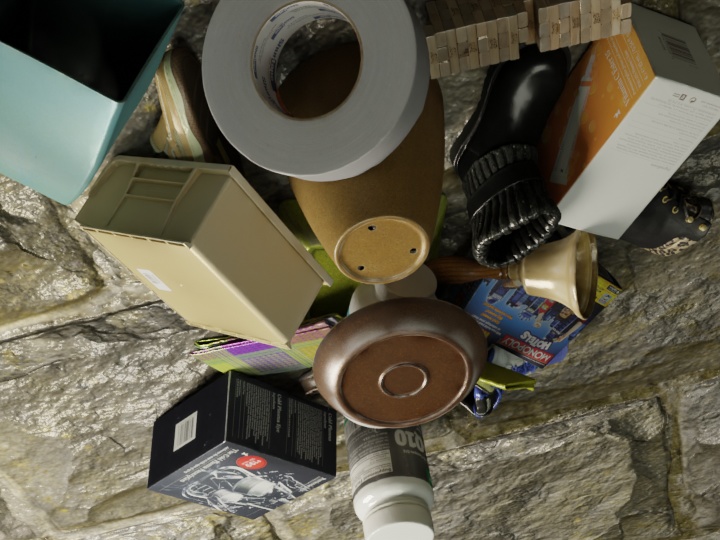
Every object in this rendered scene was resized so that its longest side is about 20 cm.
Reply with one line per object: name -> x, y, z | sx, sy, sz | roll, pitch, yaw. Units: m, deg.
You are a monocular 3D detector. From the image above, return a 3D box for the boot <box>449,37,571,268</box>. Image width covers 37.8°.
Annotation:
boot -> 0.167, -0.121, 1.076 | 0.079, 0.159, 0.212 | 8, 135, -18

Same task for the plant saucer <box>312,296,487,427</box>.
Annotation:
plant saucer -> 0.046, 0.113, 1.166 | 0.198, 0.032, 0.201 | -4, 133, -5

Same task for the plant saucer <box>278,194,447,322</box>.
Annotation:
plant saucer -> 0.000, 0.000, 1.260 | 0.198, 0.048, 0.201 | -2, 137, -7

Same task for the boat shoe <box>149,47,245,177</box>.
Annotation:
boat shoe -> -0.181, -0.137, 1.069 | 0.075, 0.072, 0.201 | 0, 138, 14

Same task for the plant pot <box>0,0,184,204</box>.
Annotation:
plant pot -> -0.270, -0.165, 0.950 | 0.140, 0.142, 0.200 | 26, 142, -8

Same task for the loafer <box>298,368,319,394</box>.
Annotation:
loafer -> 0.013, 0.167, 1.410 | 0.198, 0.072, 0.073 | 8, 163, -19

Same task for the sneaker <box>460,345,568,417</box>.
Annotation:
sneaker -> 0.179, 0.137, 1.392 | 0.197, 0.116, 0.081 | -5, 139, -5

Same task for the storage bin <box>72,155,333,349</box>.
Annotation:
storage bin -> -0.169, -0.020, 1.117 | 0.197, 0.094, 0.200 | 10, 153, 39

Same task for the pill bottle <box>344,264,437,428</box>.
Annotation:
pill bottle -> 0.032, 0.082, 1.230 | 0.110, 0.111, 0.201 | 3, 131, -14

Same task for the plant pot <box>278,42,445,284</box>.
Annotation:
plant pot -> 0.009, -0.092, 1.049 | 0.184, 0.201, 0.187 | -5, 137, -5

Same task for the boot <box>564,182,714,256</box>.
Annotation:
boot -> 0.345, -0.093, 1.202 | 0.149, 0.074, 0.200 | 17, 135, -25

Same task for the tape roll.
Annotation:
tape roll -> -0.039, -0.183, 0.944 | 0.199, 0.202, 0.066 | -23, 175, 15

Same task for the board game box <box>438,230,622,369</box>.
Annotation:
board game box -> 0.184, 0.037, 1.299 | 0.199, 0.062, 0.200 | 28, 117, -33

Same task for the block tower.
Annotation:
block tower -> 0.157, -0.244, 1.018 | 0.198, 0.058, 0.054 | -14, 138, 2

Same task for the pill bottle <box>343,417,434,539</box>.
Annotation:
pill bottle -> 0.041, 0.286, 1.465 | 0.112, 0.201, 0.114 | -5, 138, -5

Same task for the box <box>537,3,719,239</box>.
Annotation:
box -> 0.268, -0.151, 1.086 | 0.097, 0.125, 0.201 | 12, 134, -22

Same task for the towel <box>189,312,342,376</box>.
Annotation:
towel -> -0.097, 0.097, 1.321 | 0.198, 0.023, 0.144 | -12, 157, 17

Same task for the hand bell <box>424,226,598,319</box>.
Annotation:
hand bell -> 0.158, -0.001, 1.183 | 0.198, 0.105, 0.104 | 2, 144, 27

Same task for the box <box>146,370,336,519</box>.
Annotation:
box -> -0.160, 0.244, 1.431 | 0.181, 0.105, 0.200 | 24, 139, -32

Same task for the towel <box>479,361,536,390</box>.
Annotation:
towel -> 0.116, 0.116, 1.313 | 0.086, 0.199, 0.018 | 1, 103, -53
